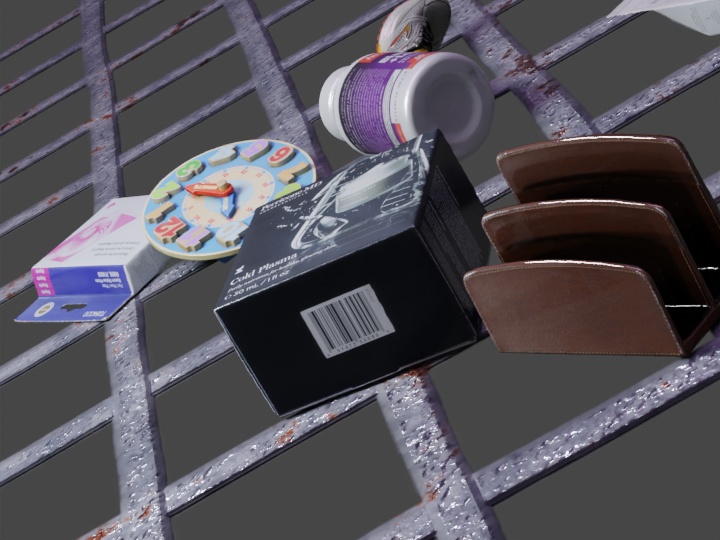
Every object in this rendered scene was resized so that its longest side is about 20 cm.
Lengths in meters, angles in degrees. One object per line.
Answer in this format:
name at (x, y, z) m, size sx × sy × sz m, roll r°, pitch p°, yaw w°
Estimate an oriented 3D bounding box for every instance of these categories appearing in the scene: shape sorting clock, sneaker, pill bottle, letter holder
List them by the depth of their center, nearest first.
letter holder at (0.173, -0.020, 1.507) m, size 0.199 × 0.143 × 0.101 m, roll -1°, pitch 36°, yaw 50°
pill bottle at (0.041, -0.171, 2.039) m, size 0.111 × 0.112 × 0.200 m, roll -40°, pitch 24°, yaw -22°
shape sorting clock at (-0.143, -0.081, 2.129) m, size 0.199 × 0.039 × 0.201 m, roll -14°, pitch 40°, yaw 12°
sneaker at (0.060, -0.239, 2.229) m, size 0.082 × 0.078 × 0.200 m, roll -5°, pitch 42°, yaw 40°

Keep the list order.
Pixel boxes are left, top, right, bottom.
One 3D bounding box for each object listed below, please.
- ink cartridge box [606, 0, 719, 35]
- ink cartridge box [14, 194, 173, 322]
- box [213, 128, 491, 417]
ink cartridge box at (0.368, -0.293, 1.979) m, size 0.161 × 0.050 × 0.200 m, roll -44°, pitch 21°, yaw -29°
ink cartridge box at (-0.284, -0.018, 2.225) m, size 0.196 × 0.043 × 0.200 m, roll -3°, pitch 34°, yaw 49°
box at (0.000, 0.000, 1.717) m, size 0.199 × 0.124 × 0.197 m, roll -23°, pitch 21°, yaw 19°
